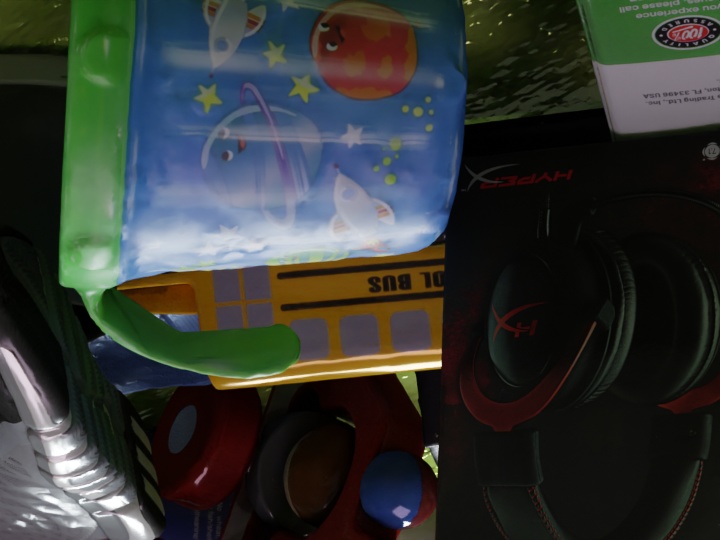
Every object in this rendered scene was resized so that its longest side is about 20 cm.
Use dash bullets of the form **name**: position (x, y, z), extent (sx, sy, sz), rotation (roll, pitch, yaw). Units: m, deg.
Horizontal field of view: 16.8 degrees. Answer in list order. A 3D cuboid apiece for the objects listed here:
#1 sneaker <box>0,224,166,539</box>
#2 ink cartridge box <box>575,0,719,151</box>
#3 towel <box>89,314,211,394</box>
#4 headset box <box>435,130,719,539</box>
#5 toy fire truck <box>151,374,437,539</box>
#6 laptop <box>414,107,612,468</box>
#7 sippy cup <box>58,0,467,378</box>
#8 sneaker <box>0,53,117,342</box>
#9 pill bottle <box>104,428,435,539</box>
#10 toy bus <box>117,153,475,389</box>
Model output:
- **sneaker**: position (-0.147, 0.062, 0.872), extent (0.115, 0.075, 0.200), rotation (-16, 148, 3)
- **ink cartridge box**: position (0.155, -0.083, 0.838), extent (0.146, 0.083, 0.200), rotation (-6, 152, 10)
- **towel**: position (-0.075, 0.013, 1.048), extent (0.199, 0.049, 0.112), rotation (-8, 150, 13)
- **headset box**: position (0.104, 0.059, 0.804), extent (0.148, 0.201, 0.075), rotation (-5, 153, 17)
- **toy fire truck**: position (-0.025, 0.129, 1.075), extent (0.112, 0.201, 0.168), rotation (26, 169, -28)
- **laptop**: position (0.121, 0.027, 1.020), extent (0.186, 0.201, 0.116), rotation (-7, -173, 9)
- **sippy cup**: position (-0.033, -0.058, 0.816), extent (0.130, 0.140, 0.178), rotation (4, 151, -6)
- **sneaker**: position (-0.186, -0.021, 0.916), extent (0.199, 0.107, 0.075), rotation (-5, 152, 6)
- **pill bottle**: position (-0.064, 0.140, 1.219), extent (0.199, 0.111, 0.111), rotation (8, 151, -17)
- **toy bus**: position (0.000, 0.000, 0.945), extent (0.199, 0.079, 0.065), rotation (-6, -175, 15)
